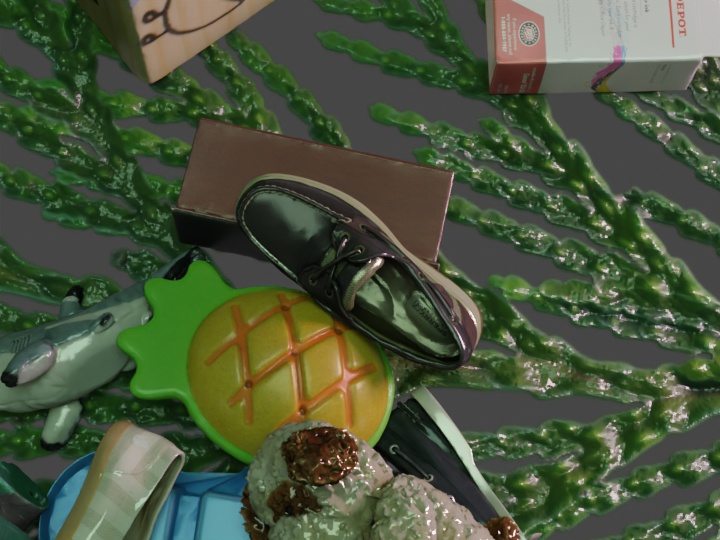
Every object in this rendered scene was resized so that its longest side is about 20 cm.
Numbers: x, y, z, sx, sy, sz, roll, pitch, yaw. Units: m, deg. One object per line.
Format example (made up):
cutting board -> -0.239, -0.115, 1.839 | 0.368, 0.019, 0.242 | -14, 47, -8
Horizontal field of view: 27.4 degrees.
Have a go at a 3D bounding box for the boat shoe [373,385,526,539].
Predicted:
boat shoe -> 0.071, 0.180, 1.040 | 0.066, 0.075, 0.200 | -31, 77, -7

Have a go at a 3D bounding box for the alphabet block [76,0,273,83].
alphabet block -> -0.151, -0.296, 1.102 | 0.195, 0.200, 0.197 | -35, 78, -10

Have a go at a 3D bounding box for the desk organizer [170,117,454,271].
desk organizer -> -0.034, -0.048, 1.103 | 0.199, 0.072, 0.077 | 12, 72, 2

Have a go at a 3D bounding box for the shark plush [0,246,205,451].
shark plush -> -0.204, 0.035, 1.080 | 0.200, 0.091, 0.083 | -43, 49, -7

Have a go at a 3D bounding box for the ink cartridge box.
ink cartridge box -> 0.199, -0.203, 1.153 | 0.199, 0.068, 0.117 | -1, 75, 0

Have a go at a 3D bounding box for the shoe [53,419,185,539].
shoe -> -0.176, 0.198, 0.979 | 0.053, 0.070, 0.201 | 18, 73, 13

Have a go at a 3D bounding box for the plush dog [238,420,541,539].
plush dog -> 0.002, 0.165, 0.948 | 0.172, 0.200, 0.160 | 41, 56, 4

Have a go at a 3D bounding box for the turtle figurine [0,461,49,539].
turtle figurine -> -0.293, 0.230, 1.002 | 0.200, 0.101, 0.150 | -46, 39, 13

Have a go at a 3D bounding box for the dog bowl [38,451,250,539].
dog bowl -> -0.124, 0.192, 1.044 | 0.199, 0.050, 0.112 | 8, 74, 1

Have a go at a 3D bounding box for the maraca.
maraca -> -0.072, 0.068, 1.047 | 0.199, 0.107, 0.138 | 23, 60, 2

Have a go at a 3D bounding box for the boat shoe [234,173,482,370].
boat shoe -> 0.000, 0.000, 1.025 | 0.199, 0.065, 0.073 | 31, 101, -3
